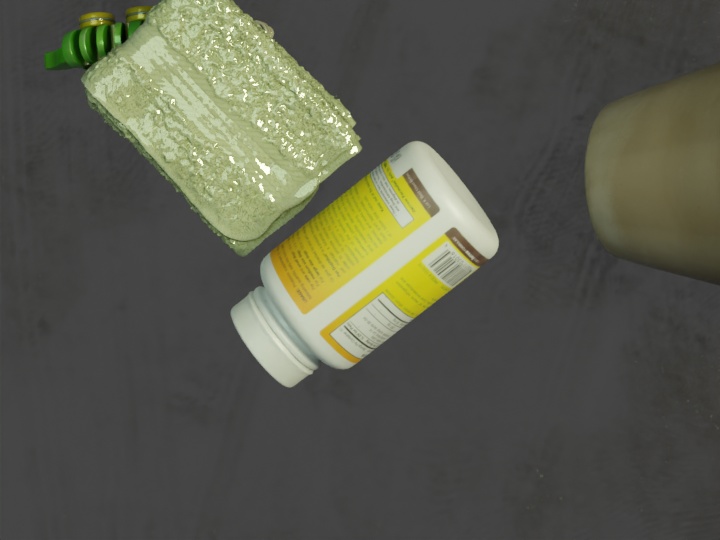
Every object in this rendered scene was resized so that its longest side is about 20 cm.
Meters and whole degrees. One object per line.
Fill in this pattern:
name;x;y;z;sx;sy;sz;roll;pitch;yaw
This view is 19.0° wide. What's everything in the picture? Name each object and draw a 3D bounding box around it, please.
towel;-0.110;-0.126;1.705;0.148;0.036;0.200;-44;92;6
pill bottle;0.000;0.000;1.647;0.200;0.109;0.109;-38;76;9
toy alligator;-0.172;-0.186;1.744;0.199;0.054;0.060;-5;83;16
plant pot;0.264;-0.069;1.552;0.173;0.200;0.201;-2;84;33
